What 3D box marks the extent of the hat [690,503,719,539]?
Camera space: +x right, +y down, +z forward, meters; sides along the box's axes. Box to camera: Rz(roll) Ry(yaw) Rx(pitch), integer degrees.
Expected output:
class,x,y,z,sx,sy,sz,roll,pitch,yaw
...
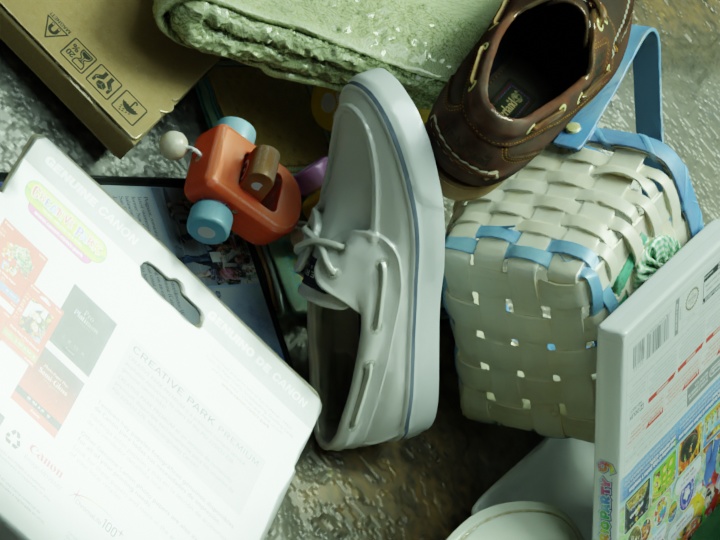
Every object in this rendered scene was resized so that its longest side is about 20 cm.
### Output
class,x,y,z,sx,sy,sz,roll,pitch,yaw
hat,0.237,0.113,1.549,0.165,0.201,0.177,-2,43,-6

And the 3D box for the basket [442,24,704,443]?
class,x,y,z,sx,sy,sz,roll,pitch,yaw
basket,0.126,-0.012,1.526,0.200,0.138,0.177,-61,150,-43

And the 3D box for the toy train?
class,x,y,z,sx,sy,sz,roll,pitch,yaw
toy train,-0.019,-0.080,1.471,0.150,0.055,0.201,39,47,-26

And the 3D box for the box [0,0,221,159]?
class,x,y,z,sx,sy,sz,roll,pitch,yaw
box,-0.150,-0.174,1.467,0.200,0.021,0.164,45,44,-4

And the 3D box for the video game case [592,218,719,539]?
class,x,y,z,sx,sy,sz,roll,pitch,yaw
video game case,0.159,0.091,1.462,0.143,0.018,0.201,-38,134,-50

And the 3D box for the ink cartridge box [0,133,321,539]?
class,x,y,z,sx,sy,sz,roll,pitch,yaw
ink cartridge box,-0.134,0.070,1.261,0.200,0.084,0.176,45,46,-19

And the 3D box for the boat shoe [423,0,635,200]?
class,x,y,z,sx,sy,sz,roll,pitch,yaw
boat shoe,0.098,-0.112,1.440,0.070,0.070,0.200,35,47,-1

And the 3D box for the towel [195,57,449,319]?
class,x,y,z,sx,sy,sz,roll,pitch,yaw
towel,-0.023,-0.063,1.534,0.146,0.022,0.201,0,62,-44

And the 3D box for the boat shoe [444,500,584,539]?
class,x,y,z,sx,sy,sz,roll,pitch,yaw
boat shoe,0.044,0.178,1.397,0.075,0.062,0.200,52,43,2

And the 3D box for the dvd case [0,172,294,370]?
class,x,y,z,sx,sy,sz,roll,pitch,yaw
dvd case,-0.121,0.018,1.383,0.199,0.018,0.143,0,63,-43

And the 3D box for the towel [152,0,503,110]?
class,x,y,z,sx,sy,sz,roll,pitch,yaw
towel,-0.013,-0.153,1.486,0.199,0.037,0.149,14,43,-15

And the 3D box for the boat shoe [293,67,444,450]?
class,x,y,z,sx,sy,sz,roll,pitch,yaw
boat shoe,0.000,0.000,1.408,0.065,0.073,0.201,-16,113,-28

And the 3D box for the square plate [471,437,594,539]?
class,x,y,z,sx,sy,sz,roll,pitch,yaw
square plate,0.159,0.169,1.543,0.198,0.028,0.200,53,40,-1
